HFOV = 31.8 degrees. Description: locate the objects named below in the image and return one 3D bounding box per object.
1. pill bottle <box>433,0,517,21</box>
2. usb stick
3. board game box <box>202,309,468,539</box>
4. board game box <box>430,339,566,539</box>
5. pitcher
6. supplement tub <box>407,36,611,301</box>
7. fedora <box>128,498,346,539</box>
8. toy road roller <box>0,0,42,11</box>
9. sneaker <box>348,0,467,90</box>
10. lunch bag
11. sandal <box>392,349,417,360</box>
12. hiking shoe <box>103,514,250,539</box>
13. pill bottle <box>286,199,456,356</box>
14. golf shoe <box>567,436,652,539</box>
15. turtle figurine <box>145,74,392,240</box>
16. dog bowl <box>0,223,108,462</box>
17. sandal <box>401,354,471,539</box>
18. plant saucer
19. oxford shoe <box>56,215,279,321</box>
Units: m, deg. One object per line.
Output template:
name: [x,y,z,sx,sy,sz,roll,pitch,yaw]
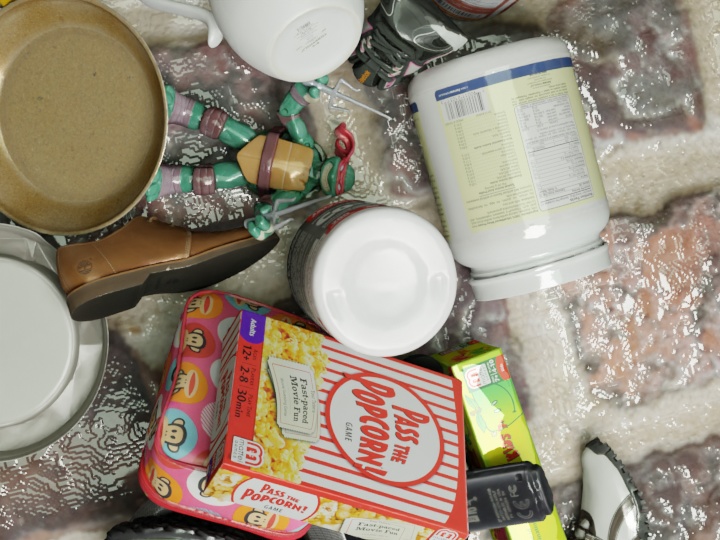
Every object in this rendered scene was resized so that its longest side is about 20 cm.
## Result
pill bottle: [0.112,-0.279,1.050,0.112,0.200,0.113,0,91,-8]
usb stick: [0.063,0.198,1.061,0.199,0.033,0.056,-14,104,24]
board game box: [-0.015,0.127,0.980,0.199,0.152,0.046,19,133,-17]
board game box: [0.123,0.166,1.109,0.047,0.102,0.201,-20,93,-7]
pitcher: [-0.097,-0.238,1.047,0.171,0.121,0.200,-35,59,9]
supplement tub: [0.131,-0.086,1.084,0.144,0.145,0.201,-16,93,-7]
fedora: [-0.110,0.255,1.085,0.199,0.090,0.178,-3,91,-5]
toy road roller: [-0.297,-0.321,1.021,0.123,0.146,0.200,-39,95,-5]
sneaker: [0.032,-0.186,1.047,0.080,0.200,0.086,44,95,-1]
lunch bag: [-0.080,0.118,1.040,0.175,0.201,0.082,17,131,-9]
sandal: [0.011,0.142,1.117,0.081,0.055,0.201,10,90,-8]
hiking shoe: [-0.111,0.257,1.001,0.199,0.076,0.101,15,85,-6]
pill bottle: [0.000,0.000,1.035,0.113,0.200,0.115,-1,96,-12]
golf shoe: [0.212,0.254,1.136,0.094,0.078,0.201,-11,91,-7]
turtle figurine: [-0.078,-0.093,1.079,0.199,0.101,0.151,9,75,4]
dog bowl: [-0.312,0.059,1.071,0.199,0.059,0.201,0,91,-8]
sandal: [0.065,0.170,1.099,0.075,0.045,0.201,-26,117,-32]
plant saucer: [-0.246,-0.131,1.060,0.199,0.035,0.201,2,98,16]
oxford shoe: [-0.160,-0.019,1.067,0.199,0.071,0.072,-14,68,-33]
